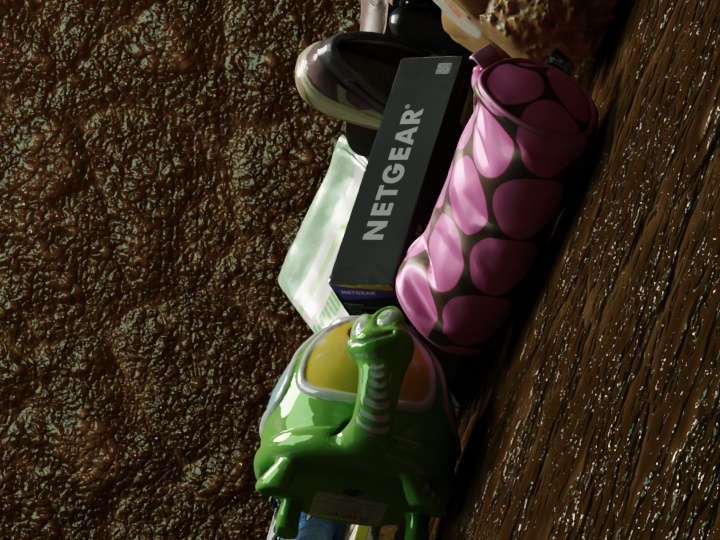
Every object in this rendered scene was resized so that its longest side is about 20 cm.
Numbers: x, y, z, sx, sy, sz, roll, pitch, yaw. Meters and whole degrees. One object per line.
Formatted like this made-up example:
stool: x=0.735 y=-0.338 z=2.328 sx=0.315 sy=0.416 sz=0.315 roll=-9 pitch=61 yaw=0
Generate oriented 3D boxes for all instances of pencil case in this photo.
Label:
pencil case: x=0.081 y=-0.042 z=1.331 sx=0.091 sy=0.093 sz=0.201 roll=-37 pitch=-24 yaw=-47

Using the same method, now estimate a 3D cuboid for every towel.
towel: x=0.000 y=0.000 z=1.689 sx=0.200 sy=0.023 sz=0.153 roll=52 pitch=123 yaw=49

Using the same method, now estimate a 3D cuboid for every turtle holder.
turtle holder: x=-0.006 y=0.096 z=1.384 sx=0.186 sy=0.140 sz=0.133 roll=50 pitch=-138 yaw=-54

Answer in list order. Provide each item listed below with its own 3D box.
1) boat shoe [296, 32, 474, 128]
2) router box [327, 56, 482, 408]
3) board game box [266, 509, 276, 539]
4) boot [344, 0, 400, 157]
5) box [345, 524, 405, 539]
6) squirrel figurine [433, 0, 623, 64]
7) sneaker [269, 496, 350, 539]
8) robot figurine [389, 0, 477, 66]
boat shoe: x=0.051 y=-0.135 z=1.585 sx=0.065 sy=0.199 sz=0.073 roll=153 pitch=129 yaw=-65
router box: x=0.053 y=-0.027 z=1.498 sx=0.158 sy=0.052 sz=0.201 roll=56 pitch=-137 yaw=-48
board game box: x=-0.007 y=0.170 z=1.818 sx=0.200 sy=0.026 sz=0.200 roll=-48 pitch=5 yaw=9
boot: x=0.011 y=-0.210 z=1.745 sx=0.200 sy=0.064 sz=0.188 roll=-121 pitch=46 yaw=-63
box: x=0.009 y=0.219 z=1.521 sx=0.075 sy=0.050 sz=0.201 roll=111 pitch=177 yaw=-61
squirrel figurine: x=0.136 y=-0.236 z=1.411 sx=0.187 sy=0.142 sz=0.200 roll=-46 pitch=40 yaw=-3
sneaker: x=-0.047 y=0.192 z=1.605 sx=0.078 sy=0.089 sz=0.200 roll=-36 pitch=12 yaw=42
robot figurine: x=0.087 y=-0.242 z=1.569 sx=0.151 sy=0.199 sz=0.125 roll=-74 pitch=3 yaw=-59
